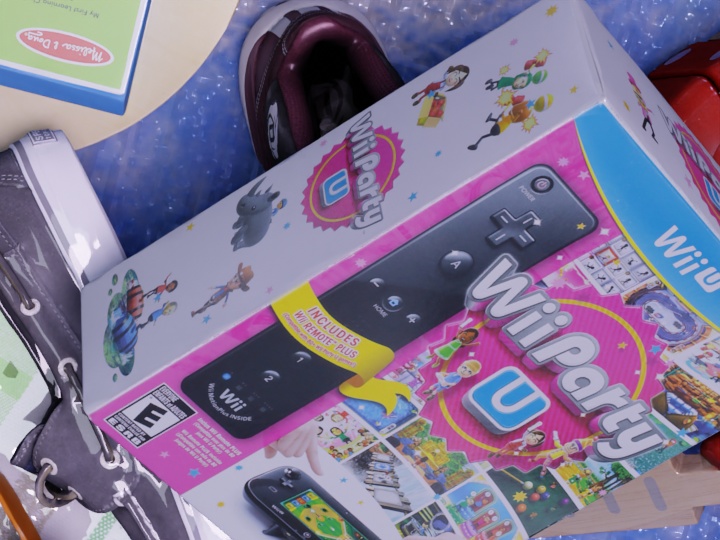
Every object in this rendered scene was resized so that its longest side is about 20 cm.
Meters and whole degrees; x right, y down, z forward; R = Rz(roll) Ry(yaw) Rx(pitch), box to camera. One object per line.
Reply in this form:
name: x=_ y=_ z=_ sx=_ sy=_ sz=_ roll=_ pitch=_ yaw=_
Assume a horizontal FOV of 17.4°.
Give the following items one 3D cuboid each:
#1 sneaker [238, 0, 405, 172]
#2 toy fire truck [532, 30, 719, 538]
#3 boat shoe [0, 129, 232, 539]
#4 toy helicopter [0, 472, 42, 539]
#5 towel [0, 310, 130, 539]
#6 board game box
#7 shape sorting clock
sneaker: x=0.000 y=0.000 z=0.841 sx=0.075 sy=0.116 sz=0.201 roll=-18 pitch=95 yaw=-4
toy fire truck: x=0.129 y=0.017 z=0.870 sx=0.200 sy=0.129 sz=0.176 roll=-33 pitch=100 yaw=-9
boat shoe: x=-0.097 y=0.050 z=0.844 sx=0.066 sy=0.070 sz=0.200 roll=-24 pitch=94 yaw=-10
toy helicopter: x=-0.160 y=0.098 z=0.851 sx=0.132 sy=0.079 sz=0.201 roll=-9 pitch=84 yaw=4
towel: x=-0.097 y=0.104 z=0.904 sx=0.200 sy=0.031 sz=0.149 roll=36 pitch=92 yaw=-6
board game box: x=0.030 y=0.020 z=0.777 sx=0.200 sy=0.064 sz=0.148 roll=-32 pitch=127 yaw=19
shape sorting clock: x=-0.135 y=-0.138 z=0.854 sx=0.199 sy=0.039 sz=0.201 roll=0 pitch=100 yaw=1
